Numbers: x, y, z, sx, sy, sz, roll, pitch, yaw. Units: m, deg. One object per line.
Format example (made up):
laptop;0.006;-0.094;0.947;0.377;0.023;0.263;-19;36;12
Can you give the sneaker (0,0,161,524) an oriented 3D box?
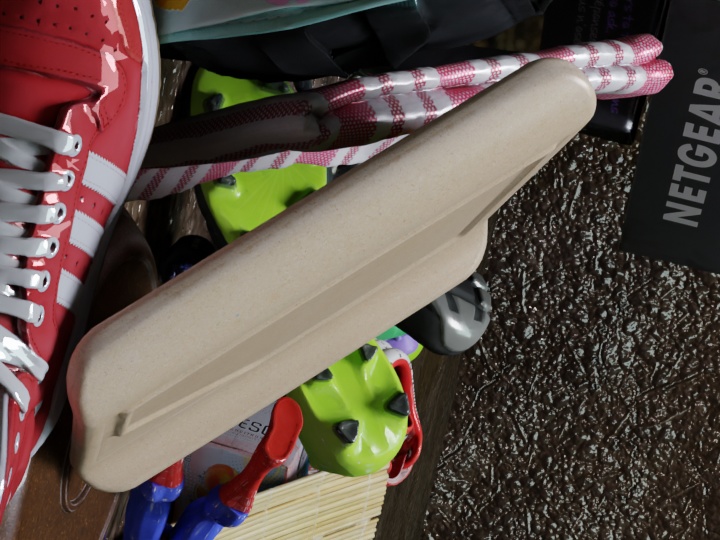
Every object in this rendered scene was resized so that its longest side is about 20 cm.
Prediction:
sneaker;-0.109;-0.004;0.566;0.113;0.071;0.201;-68;172;-61

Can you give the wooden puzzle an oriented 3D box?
wooden puzzle;-0.021;0.004;0.684;0.184;0.037;0.200;-32;171;-13

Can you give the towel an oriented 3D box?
towel;0.001;-0.051;0.738;0.199;0.146;0.030;-14;92;-44

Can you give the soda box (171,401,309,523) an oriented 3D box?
soda box;-0.074;0.169;1.171;0.068;0.063;0.201;-62;165;-59

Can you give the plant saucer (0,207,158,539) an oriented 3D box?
plant saucer;-0.117;0.062;0.776;0.200;0.034;0.202;14;90;-82

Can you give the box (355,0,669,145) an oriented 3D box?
box;0.036;-0.131;0.888;0.122;0.199;0.107;-10;115;-82

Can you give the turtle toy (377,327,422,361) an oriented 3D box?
turtle toy;0.013;0.000;1.305;0.200;0.101;0.146;119;-9;-57

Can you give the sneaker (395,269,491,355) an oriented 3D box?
sneaker;0.000;0.000;1.068;0.079;0.075;0.200;-56;-143;10

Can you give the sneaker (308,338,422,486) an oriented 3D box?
sneaker;-0.027;0.127;1.215;0.067;0.107;0.203;-11;116;-58

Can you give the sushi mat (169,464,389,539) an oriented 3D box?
sushi mat;-0.058;0.156;1.092;0.199;0.012;0.096;-14;125;-47

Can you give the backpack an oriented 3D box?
backpack;-0.007;-0.136;0.653;0.200;0.175;0.154;-63;144;-70

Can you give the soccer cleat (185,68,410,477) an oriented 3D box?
soccer cleat;-0.038;0.000;0.925;0.081;0.067;0.201;-30;-101;65

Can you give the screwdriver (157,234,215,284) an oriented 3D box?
screwdriver;-0.079;0.005;0.867;0.028;0.029;0.200;-44;-177;4

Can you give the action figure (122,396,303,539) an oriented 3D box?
action figure;-0.082;0.098;0.907;0.099;0.065;0.200;-80;-164;-45

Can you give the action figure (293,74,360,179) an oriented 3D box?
action figure;0.001;-0.120;1.007;0.201;0.118;0.102;-65;161;-5

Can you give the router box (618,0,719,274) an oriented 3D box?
router box;0.159;-0.116;0.857;0.200;0.052;0.158;89;18;-62
